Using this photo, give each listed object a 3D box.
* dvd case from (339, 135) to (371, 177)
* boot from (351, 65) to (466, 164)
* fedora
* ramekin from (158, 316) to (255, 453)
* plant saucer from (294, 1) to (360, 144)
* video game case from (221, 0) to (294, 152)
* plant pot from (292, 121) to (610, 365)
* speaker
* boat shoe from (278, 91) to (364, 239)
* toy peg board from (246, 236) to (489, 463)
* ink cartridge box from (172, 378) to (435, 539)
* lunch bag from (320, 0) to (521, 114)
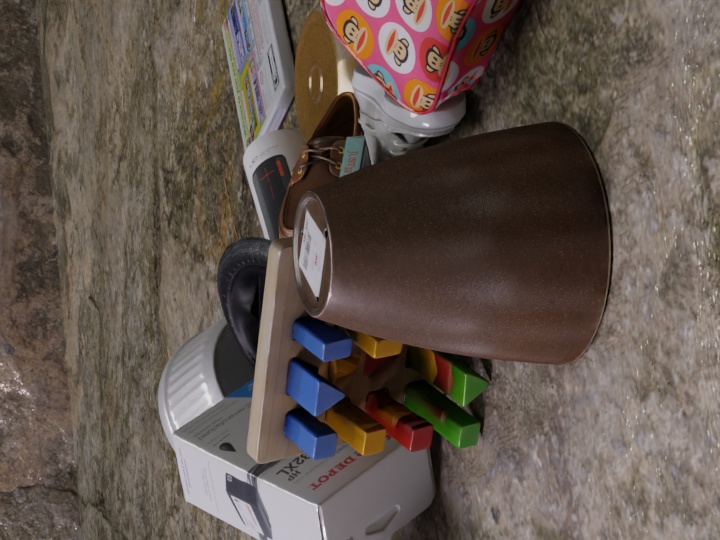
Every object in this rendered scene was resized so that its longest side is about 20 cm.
[{"bbox_3d":[0.000,0.000,1.527,0.200,0.022,0.146,81,-166,-49],"label":"dvd case"},{"bbox_3d":[0.046,-0.123,1.502,0.200,0.073,0.096,-131,32,-67],"label":"boot"},{"bbox_3d":[-0.051,0.033,1.643,0.200,0.092,0.201,32,142,29],"label":"fedora"},{"bbox_3d":[-0.101,0.130,1.751,0.094,0.201,0.203,-48,47,47],"label":"ramekin"},{"bbox_3d":[-0.031,-0.192,1.736,0.200,0.035,0.201,177,90,-70],"label":"plant saucer"},{"bbox_3d":[-0.120,-0.255,2.000,0.182,0.022,0.201,124,139,-59],"label":"video game case"},{"bbox_3d":[0.056,-0.016,1.272,0.187,0.199,0.188,177,90,-71],"label":"plant pot"},{"bbox_3d":[-0.066,-0.054,1.788,0.081,0.081,0.201,109,152,-46],"label":"speaker"},{"bbox_3d":[-0.035,-0.093,1.581,0.200,0.072,0.068,-67,-29,-46],"label":"boat shoe"},{"bbox_3d":[0.022,0.070,1.412,0.098,0.198,0.201,33,124,46],"label":"toy peg board"},{"bbox_3d":[-0.052,0.179,1.556,0.199,0.145,0.084,20,129,41],"label":"ink cartridge box"},{"bbox_3d":[0.042,-0.244,1.361,0.176,0.082,0.200,46,142,16],"label":"lunch bag"}]
